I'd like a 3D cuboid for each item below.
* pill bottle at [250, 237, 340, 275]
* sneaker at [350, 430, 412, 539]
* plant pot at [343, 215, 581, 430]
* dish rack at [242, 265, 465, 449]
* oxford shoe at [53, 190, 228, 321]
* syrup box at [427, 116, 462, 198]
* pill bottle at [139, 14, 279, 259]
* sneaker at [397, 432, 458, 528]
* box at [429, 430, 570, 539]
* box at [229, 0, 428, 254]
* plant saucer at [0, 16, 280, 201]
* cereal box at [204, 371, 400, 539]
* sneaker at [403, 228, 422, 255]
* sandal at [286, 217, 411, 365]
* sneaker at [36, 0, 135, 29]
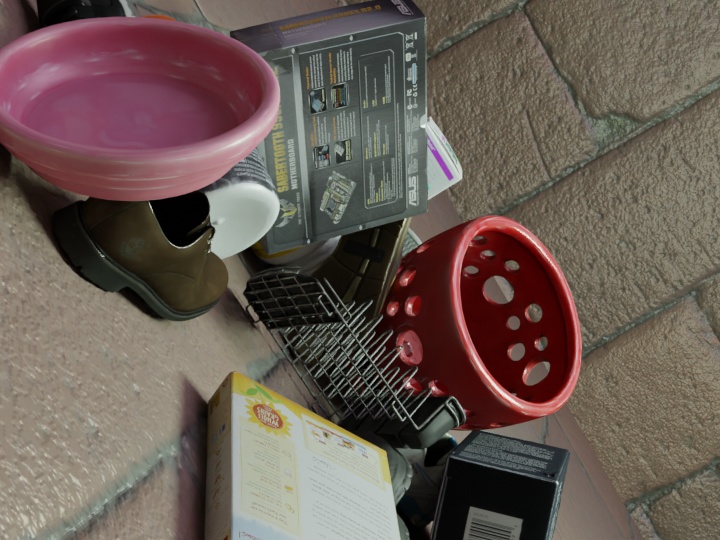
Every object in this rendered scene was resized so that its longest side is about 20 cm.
[{"bbox_3d":[-0.079,-0.079,1.262,0.200,0.114,0.114,55,12,-25],"label":"pill bottle"},{"bbox_3d":[-0.010,0.172,1.047,0.091,0.076,0.200,47,10,-15],"label":"sneaker"},{"bbox_3d":[0.091,0.067,1.289,0.200,0.182,0.201,25,54,-40],"label":"plant pot"},{"bbox_3d":[-0.014,0.073,1.130,0.153,0.055,0.200,-10,-61,56],"label":"dish rack"},{"bbox_3d":[-0.132,-0.015,0.935,0.073,0.084,0.200,62,9,18],"label":"oxford shoe"},{"bbox_3d":[0.017,-0.092,1.510,0.082,0.199,0.079,58,10,-8],"label":"syrup box"},{"bbox_3d":[-0.147,-0.114,1.063,0.201,0.106,0.106,65,12,26],"label":"pill bottle"},{"bbox_3d":[0.065,0.197,1.277,0.075,0.086,0.200,63,10,24],"label":"sneaker"},{"bbox_3d":[0.131,0.242,1.234,0.200,0.104,0.149,4,98,-79],"label":"box"},{"bbox_3d":[-0.022,-0.122,1.112,0.048,0.158,0.201,-122,-158,-49],"label":"box"},{"bbox_3d":[-0.155,-0.108,0.878,0.201,0.199,0.051,-106,-161,-52],"label":"plant saucer"},{"bbox_3d":[-0.038,0.165,0.884,0.144,0.040,0.200,32,22,-20],"label":"cereal box"},{"bbox_3d":[0.029,-0.027,1.620,0.200,0.074,0.118,41,0,24],"label":"sneaker"},{"bbox_3d":[0.000,0.000,1.231,0.080,0.201,0.054,22,-6,19],"label":"sandal"},{"bbox_3d":[-0.213,-0.166,0.992,0.087,0.076,0.201,24,37,-62],"label":"sneaker"}]
